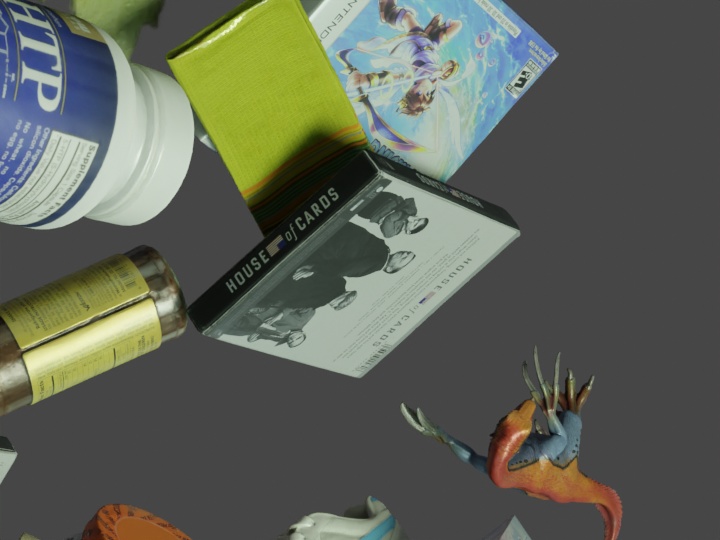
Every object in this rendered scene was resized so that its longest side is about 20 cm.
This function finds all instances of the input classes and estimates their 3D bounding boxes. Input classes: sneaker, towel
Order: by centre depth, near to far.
[{"bbox_3d":[-0.044,-0.083,1.574,0.086,0.018,0.200,-35,141,-6],"label":"towel"},{"bbox_3d":[-0.045,0.218,1.841,0.200,0.081,0.076,-18,165,-44],"label":"sneaker"}]

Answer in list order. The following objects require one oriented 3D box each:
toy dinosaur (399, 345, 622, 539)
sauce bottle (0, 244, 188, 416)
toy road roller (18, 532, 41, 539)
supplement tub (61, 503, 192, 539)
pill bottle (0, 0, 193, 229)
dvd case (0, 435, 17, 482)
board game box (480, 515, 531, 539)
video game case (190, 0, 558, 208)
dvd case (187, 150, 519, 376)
[{"bbox_3d":[0.132,0.127,1.869,0.105,0.200,0.182,-44,-174,18],"label":"toy dinosaur"},{"bbox_3d":[-0.203,0.048,1.593,0.199,0.065,0.065,-22,136,-21],"label":"sauce bottle"},{"bbox_3d":[-0.221,0.274,1.649,0.201,0.122,0.146,-65,-177,-21],"label":"toy road roller"},{"bbox_3d":[-0.182,0.259,1.750,0.122,0.123,0.200,16,113,-46],"label":"supplement tub"},{"bbox_3d":[-0.191,-0.087,1.439,0.200,0.120,0.120,14,115,-46],"label":"pill bottle"},{"bbox_3d":[-0.322,0.152,1.617,0.199,0.025,0.151,14,116,-45],"label":"dvd case"},{"bbox_3d":[0.034,0.257,1.886,0.199,0.043,0.200,-38,177,7],"label":"board game box"},{"bbox_3d":[0.006,-0.116,1.636,0.181,0.045,0.200,-47,140,7],"label":"video game case"},{"bbox_3d":[0.000,0.000,1.655,0.150,0.025,0.200,-42,155,15],"label":"dvd case"}]
